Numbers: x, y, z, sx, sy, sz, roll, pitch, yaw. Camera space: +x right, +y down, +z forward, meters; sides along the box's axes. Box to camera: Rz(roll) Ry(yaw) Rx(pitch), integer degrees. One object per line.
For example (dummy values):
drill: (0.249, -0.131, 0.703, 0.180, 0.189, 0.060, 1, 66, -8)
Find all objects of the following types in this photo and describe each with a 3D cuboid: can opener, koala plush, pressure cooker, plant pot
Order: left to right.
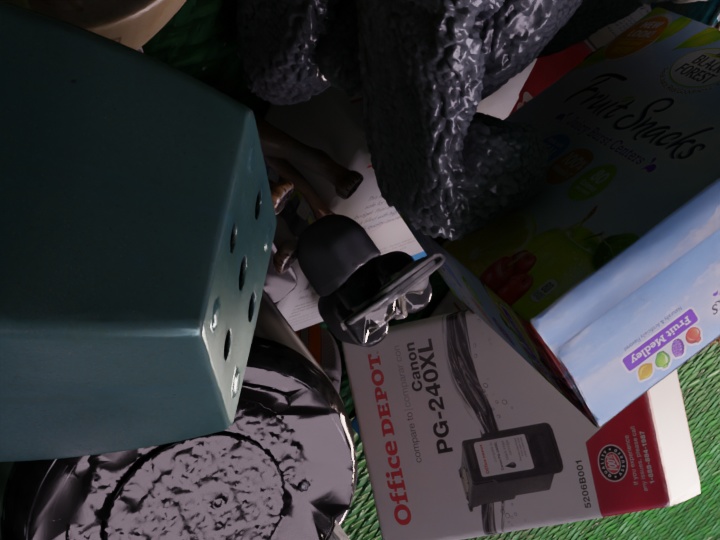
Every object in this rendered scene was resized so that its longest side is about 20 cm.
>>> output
plant pot: (-0.138, -0.013, 0.718, 0.141, 0.199, 0.142, 81, 18, -63)
pressure cooker: (-0.114, 0.066, 0.971, 0.175, 0.200, 0.179, 4, 116, -27)
can opener: (0.000, 0.000, 0.983, 0.053, 0.067, 0.200, -37, -178, -5)
koala plush: (0.071, -0.146, 0.895, 0.200, 0.177, 0.184, -20, 136, -31)

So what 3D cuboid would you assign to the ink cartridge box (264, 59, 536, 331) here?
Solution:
ink cartridge box: (0.005, -0.063, 1.063, 0.115, 0.068, 0.200, -19, 150, -41)

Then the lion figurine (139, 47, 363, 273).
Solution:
lion figurine: (-0.079, -0.054, 0.928, 0.073, 0.122, 0.200, -56, 168, 5)

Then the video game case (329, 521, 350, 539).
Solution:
video game case: (-0.132, 0.146, 1.089, 0.200, 0.181, 0.045, -40, 158, 1)

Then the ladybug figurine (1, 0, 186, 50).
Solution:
ladybug figurine: (-0.104, -0.150, 0.737, 0.136, 0.072, 0.200, -20, 149, -38)

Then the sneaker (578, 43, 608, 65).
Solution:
sneaker: (0.163, -0.063, 1.089, 0.076, 0.076, 0.200, -36, 150, 20)

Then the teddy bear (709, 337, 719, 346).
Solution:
teddy bear: (0.146, 0.005, 1.069, 0.199, 0.145, 0.067, 11, 113, -13)

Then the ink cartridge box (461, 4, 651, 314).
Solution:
ink cartridge box: (0.112, -0.076, 1.183, 0.175, 0.084, 0.200, -17, 148, -40)

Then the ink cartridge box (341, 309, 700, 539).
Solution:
ink cartridge box: (0.101, 0.092, 1.280, 0.199, 0.146, 0.083, -13, 177, 24)

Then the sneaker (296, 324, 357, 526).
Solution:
sneaker: (-0.044, 0.131, 1.190, 0.077, 0.200, 0.112, 8, 130, -1)

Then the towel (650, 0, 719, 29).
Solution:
towel: (0.204, -0.208, 1.042, 0.022, 0.147, 0.200, 20, 122, -11)

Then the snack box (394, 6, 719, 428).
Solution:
snack box: (0.122, -0.033, 0.901, 0.168, 0.200, 0.068, -36, 113, -2)

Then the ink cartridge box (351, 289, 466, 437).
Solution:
ink cartridge box: (0.093, 0.076, 1.385, 0.068, 0.116, 0.200, -11, 143, -51)
